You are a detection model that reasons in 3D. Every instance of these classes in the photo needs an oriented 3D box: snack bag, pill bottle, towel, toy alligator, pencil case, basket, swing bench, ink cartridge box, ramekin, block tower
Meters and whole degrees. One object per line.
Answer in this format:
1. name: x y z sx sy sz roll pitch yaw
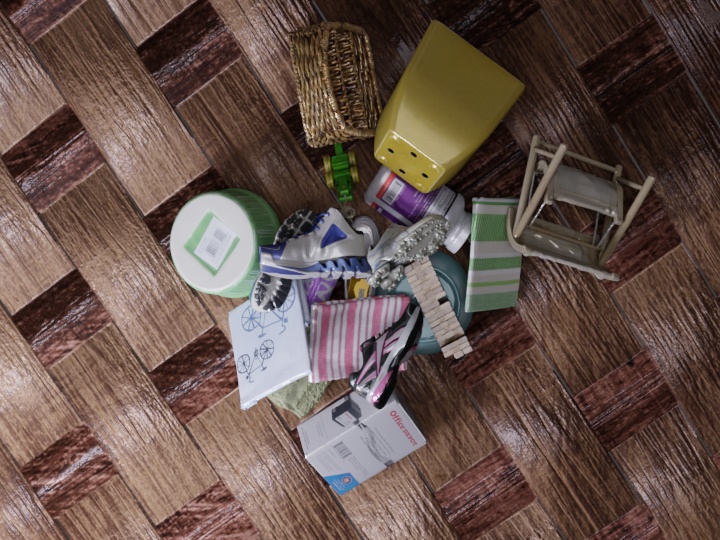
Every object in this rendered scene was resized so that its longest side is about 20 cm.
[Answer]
1. snack bag: -0.158 0.125 1.597 0.187 0.021 0.204 -30 58 30
2. pill bottle: 0.111 -0.120 1.622 0.198 0.113 0.113 35 97 -3
3. towel: 0.246 -0.031 1.629 0.023 0.150 0.205 11 101 46
4. toy alligator: -0.029 -0.154 1.617 0.058 0.055 0.203 -11 52 3
5. towel: -0.090 0.168 1.651 0.036 0.148 0.202 30 84 42
6. pencil case: -0.099 0.050 1.664 0.082 0.086 0.204 22 96 1
7. basket: -0.040 -0.333 1.579 0.145 0.143 0.205 -9 90 2
8. towel: -0.001 0.123 1.624 0.196 0.030 0.150 -5 105 -23
9. swing bench: 0.380 -0.109 1.585 0.195 0.130 0.204 16 101 -18
10. ink cartridge box: 0.004 0.305 1.661 0.198 0.084 0.146 -31 129 5
11. ramekin: -0.249 -0.050 1.624 0.195 0.097 0.205 0 91 18
12. block tower: 0.138 0.063 1.636 0.053 0.058 0.203 -26 94 4

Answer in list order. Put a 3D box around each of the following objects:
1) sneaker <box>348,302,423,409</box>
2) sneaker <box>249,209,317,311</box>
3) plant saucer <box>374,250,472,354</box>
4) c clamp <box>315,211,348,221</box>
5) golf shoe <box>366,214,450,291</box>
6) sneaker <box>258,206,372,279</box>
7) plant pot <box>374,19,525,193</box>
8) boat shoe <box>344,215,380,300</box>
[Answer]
1. sneaker: 0.043 0.137 1.592 0.085 0.081 0.202 23 66 19
2. sneaker: -0.140 -0.021 1.574 0.077 0.079 0.202 36 78 -19
3. plant saucer: 0.118 0.061 1.683 0.195 0.036 0.205 0 97 3
4. c clamp: -0.092 -0.017 1.612 0.197 0.027 0.175 -17 68 36
5. golf shoe: 0.073 -0.055 1.566 0.077 0.099 0.199 18 137 -38
6. sneaker: -0.077 -0.048 1.518 0.195 0.081 0.118 2 78 -13
7. plant pot: 0.128 -0.255 1.528 0.192 0.196 0.202 34 68 -2
8. boat shoe: 0.000 0.000 1.656 0.069 0.070 0.205 7 90 3
